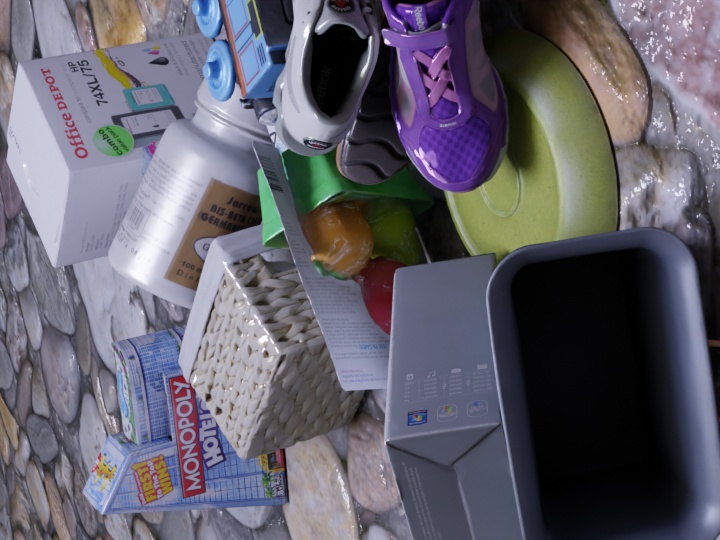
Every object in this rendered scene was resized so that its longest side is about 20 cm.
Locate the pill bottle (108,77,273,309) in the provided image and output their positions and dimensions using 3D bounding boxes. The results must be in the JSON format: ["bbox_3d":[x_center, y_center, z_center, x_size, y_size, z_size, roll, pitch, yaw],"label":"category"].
[{"bbox_3d":[-0.136,-0.075,1.442,0.114,0.114,0.200,40,107,50],"label":"pill bottle"}]

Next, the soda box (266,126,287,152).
[{"bbox_3d":[-0.049,-0.158,1.355,0.068,0.063,0.201,-41,65,61],"label":"soda box"}]

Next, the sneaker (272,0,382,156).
[{"bbox_3d":[-0.012,-0.181,1.076,0.088,0.074,0.201,168,106,-75],"label":"sneaker"}]

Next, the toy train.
[{"bbox_3d":[-0.074,-0.210,1.182,0.114,0.086,0.201,-38,62,57],"label":"toy train"}]

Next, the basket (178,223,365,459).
[{"bbox_3d":[-0.065,0.059,1.411,0.124,0.135,0.200,59,150,27],"label":"basket"}]

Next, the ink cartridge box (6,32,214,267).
[{"bbox_3d":[-0.223,-0.119,1.561,0.147,0.199,0.146,61,150,27],"label":"ink cartridge box"}]

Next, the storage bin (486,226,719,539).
[{"bbox_3d":[0.154,0.066,1.007,0.134,0.145,0.201,-96,-3,-81],"label":"storage bin"}]

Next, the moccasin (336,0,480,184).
[{"bbox_3d":[0.031,-0.158,1.146,0.078,0.073,0.202,-122,45,-65],"label":"moccasin"}]

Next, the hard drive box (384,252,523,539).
[{"bbox_3d":[0.071,0.108,1.091,0.200,0.077,0.156,-86,-16,-57],"label":"hard drive box"}]

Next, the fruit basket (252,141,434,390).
[{"bbox_3d":[0.000,0.000,1.220,0.094,0.185,0.201,-25,75,32],"label":"fruit basket"}]

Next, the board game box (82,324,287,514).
[{"bbox_3d":[-0.182,0.162,1.615,0.062,0.199,0.201,27,126,58],"label":"board game box"}]

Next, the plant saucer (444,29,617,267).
[{"bbox_3d":[0.108,-0.067,1.128,0.200,0.031,0.201,38,135,51],"label":"plant saucer"}]

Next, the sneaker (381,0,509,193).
[{"bbox_3d":[0.048,-0.148,1.053,0.088,0.080,0.201,-42,-55,-75],"label":"sneaker"}]
